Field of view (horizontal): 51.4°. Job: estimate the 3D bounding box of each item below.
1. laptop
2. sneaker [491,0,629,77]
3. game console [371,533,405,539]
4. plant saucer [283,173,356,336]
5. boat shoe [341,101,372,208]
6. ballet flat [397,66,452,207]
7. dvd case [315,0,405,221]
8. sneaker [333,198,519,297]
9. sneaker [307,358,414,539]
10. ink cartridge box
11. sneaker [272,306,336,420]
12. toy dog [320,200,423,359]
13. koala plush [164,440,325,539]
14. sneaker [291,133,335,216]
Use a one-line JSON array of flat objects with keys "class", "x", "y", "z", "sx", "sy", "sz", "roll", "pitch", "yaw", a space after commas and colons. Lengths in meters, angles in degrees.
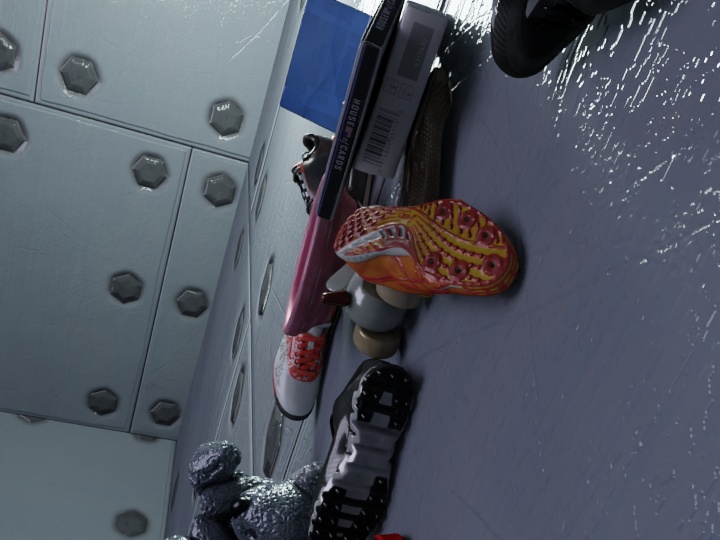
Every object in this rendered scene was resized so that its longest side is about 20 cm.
[{"class": "laptop", "x": -0.042, "y": -0.295, "z": 1.126, "sx": 0.201, "sy": 0.113, "sz": 0.191, "roll": -107, "pitch": 32, "yaw": -61}, {"class": "sneaker", "x": 0.137, "y": -0.186, "z": 0.452, "sx": 0.201, "sy": 0.065, "sz": 0.092, "roll": 123, "pitch": 157, "yaw": -48}, {"class": "game console", "x": 0.006, "y": 0.342, "z": 0.623, "sx": 0.179, "sy": 0.030, "sz": 0.204, "roll": 113, "pitch": 163, "yaw": -48}, {"class": "plant saucer", "x": -0.048, "y": -0.015, "z": 0.921, "sx": 0.200, "sy": 0.049, "sz": 0.206, "roll": -164, "pitch": 89, "yaw": -83}, {"class": "boat shoe", "x": -0.018, "y": -0.127, "z": 1.006, "sx": 0.073, "sy": 0.060, "sz": 0.206, "roll": -142, "pitch": 64, "yaw": -71}, {"class": "ballet flat", "x": 0.067, "y": -0.107, "z": 0.732, "sx": 0.068, "sy": 0.045, "sz": 0.205, "roll": 112, "pitch": 170, "yaw": -66}, {"class": "dvd case", "x": 0.001, "y": -0.174, "z": 0.770, "sx": 0.152, "sy": 0.024, "sz": 0.203, "roll": -73, "pitch": 2, "yaw": -48}, {"class": "sneaker", "x": 0.059, "y": -0.013, "z": 0.615, "sx": 0.198, "sy": 0.077, "sz": 0.074, "roll": 15, "pitch": 71, "yaw": 54}, {"class": "sneaker", "x": -0.004, "y": 0.175, "z": 0.720, "sx": 0.091, "sy": 0.065, "sz": 0.205, "roll": -135, "pitch": 62, "yaw": -75}, {"class": "ink cartridge box", "x": 0.042, "y": -0.203, "z": 0.802, "sx": 0.201, "sy": 0.049, "sz": 0.164, "roll": -87, "pitch": 15, "yaw": -67}, {"class": "sneaker", "x": -0.074, "y": 0.093, "z": 1.028, "sx": 0.108, "sy": 0.065, "sz": 0.206, "roll": 122, "pitch": 158, "yaw": -57}, {"class": "toy dog", "x": 0.000, "y": 0.000, "z": 0.776, "sx": 0.200, "sy": 0.094, "sz": 0.135, "roll": -126, "pitch": 50, "yaw": -70}, {"class": "koala plush", "x": -0.107, "y": 0.300, "z": 0.881, "sx": 0.198, "sy": 0.182, "sz": 0.180, "roll": -28, "pitch": 35, "yaw": 43}, {"class": "sneaker", "x": -0.075, "y": -0.129, "z": 1.179, "sx": 0.077, "sy": 0.080, "sz": 0.205, "roll": 126, "pitch": 152, "yaw": -55}]
